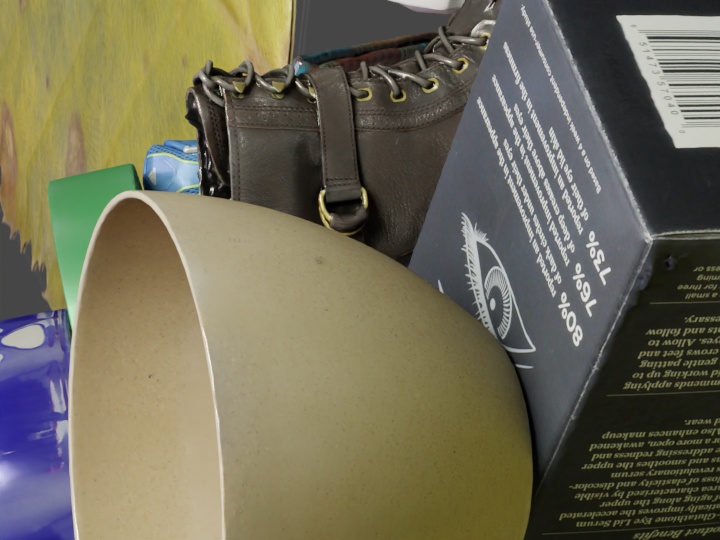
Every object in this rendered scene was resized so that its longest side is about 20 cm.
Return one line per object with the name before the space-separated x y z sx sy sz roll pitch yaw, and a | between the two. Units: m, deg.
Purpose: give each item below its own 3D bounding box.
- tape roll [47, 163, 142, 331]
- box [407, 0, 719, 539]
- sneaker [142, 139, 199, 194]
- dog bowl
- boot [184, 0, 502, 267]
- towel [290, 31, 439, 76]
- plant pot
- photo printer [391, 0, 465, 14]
tape roll | -0.118 0.046 1.392 0.200 0.048 0.201 168 90 -87
box | 0.099 0.002 0.983 0.200 0.104 0.148 109 151 -45
sneaker | -0.055 -0.040 1.405 0.200 0.105 0.076 162 105 -70
dog bowl | -0.162 0.123 1.338 0.200 0.079 0.201 167 90 -88
boot | 0.013 -0.076 1.113 0.069 0.174 0.200 -164 74 -69
towel | -0.034 -0.020 1.262 0.022 0.147 0.200 36 114 17
plant pot | -0.017 0.069 0.958 0.200 0.134 0.201 178 90 -69
photo printer | 0.023 -0.210 1.232 0.200 0.069 0.167 -142 54 -64
